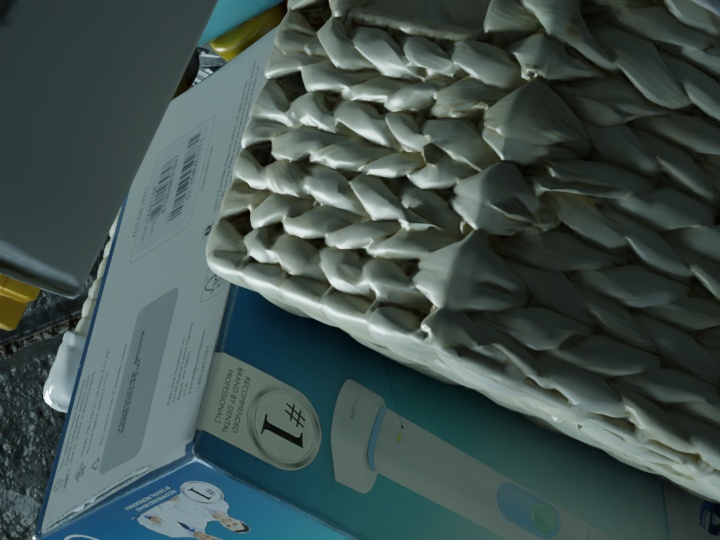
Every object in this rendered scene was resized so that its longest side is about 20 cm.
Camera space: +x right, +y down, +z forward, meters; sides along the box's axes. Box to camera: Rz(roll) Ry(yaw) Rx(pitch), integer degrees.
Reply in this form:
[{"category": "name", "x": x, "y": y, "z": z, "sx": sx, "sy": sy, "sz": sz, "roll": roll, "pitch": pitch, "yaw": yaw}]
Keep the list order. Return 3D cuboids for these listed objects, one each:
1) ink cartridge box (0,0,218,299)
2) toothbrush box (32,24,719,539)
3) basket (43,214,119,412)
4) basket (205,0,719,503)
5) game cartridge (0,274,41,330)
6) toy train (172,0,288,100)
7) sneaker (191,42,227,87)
[{"category": "ink cartridge box", "x": -0.124, "y": -0.090, "z": 0.734, "sx": 0.084, "sy": 0.146, "sz": 0.200, "roll": 26, "pitch": 177, "yaw": -40}, {"category": "toothbrush box", "x": 0.024, "y": 0.043, "z": 0.815, "sx": 0.200, "sy": 0.147, "sz": 0.085, "roll": 28, "pitch": 145, "yaw": -26}, {"category": "basket", "x": 0.000, "y": 0.000, "z": 1.049, "sx": 0.198, "sy": 0.161, "sz": 0.200, "roll": 15, "pitch": 177, "yaw": -3}, {"category": "basket", "x": 0.076, "y": -0.014, "z": 0.717, "sx": 0.200, "sy": 0.123, "sz": 0.136, "roll": 26, "pitch": 176, "yaw": -31}, {"category": "game cartridge", "x": -0.160, "y": -0.069, "z": 1.306, "sx": 0.032, "sy": 0.176, "sz": 0.200, "roll": 24, "pitch": 178, "yaw": -23}, {"category": "toy train", "x": -0.021, "y": -0.064, "z": 0.853, "sx": 0.150, "sy": 0.056, "sz": 0.200, "roll": 10, "pitch": 143, "yaw": -3}, {"category": "sneaker", "x": -0.024, "y": -0.079, "z": 0.920, "sx": 0.200, "sy": 0.078, "sz": 0.077, "roll": 25, "pitch": 172, "yaw": -6}]
